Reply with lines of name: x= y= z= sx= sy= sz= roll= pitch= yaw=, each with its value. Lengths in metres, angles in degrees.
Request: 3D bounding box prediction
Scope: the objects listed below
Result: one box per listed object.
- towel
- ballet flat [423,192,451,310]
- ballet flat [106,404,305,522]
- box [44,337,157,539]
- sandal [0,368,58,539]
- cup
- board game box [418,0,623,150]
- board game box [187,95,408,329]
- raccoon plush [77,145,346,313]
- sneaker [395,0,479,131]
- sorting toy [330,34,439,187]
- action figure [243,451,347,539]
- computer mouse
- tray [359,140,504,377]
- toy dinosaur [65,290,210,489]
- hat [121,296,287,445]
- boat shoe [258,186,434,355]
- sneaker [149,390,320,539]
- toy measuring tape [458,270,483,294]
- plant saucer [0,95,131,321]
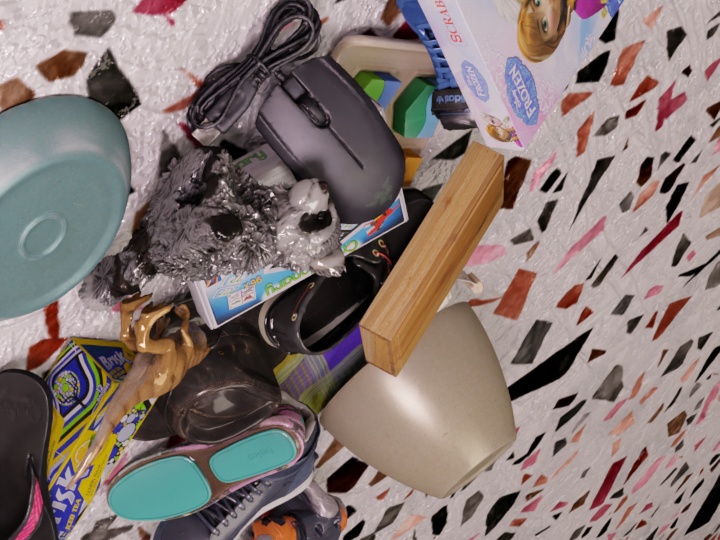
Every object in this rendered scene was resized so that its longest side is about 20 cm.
towel: x=-0.037 y=0.078 z=1.624 sx=0.144 sy=0.023 sz=0.200 roll=-41 pitch=151 yaw=-15
ballet flat: x=0.057 y=0.005 z=1.616 sx=0.068 sy=0.067 sz=0.200 roll=-43 pitch=153 yaw=-26
ballet flat: x=-0.140 y=0.177 z=1.523 sx=0.200 sy=0.069 sz=0.071 roll=-24 pitch=-163 yaw=12
box: x=-0.252 y=0.155 z=1.369 sx=0.200 sy=0.064 sz=0.070 roll=-57 pitch=151 yaw=14
sandal: x=-0.282 y=0.176 z=1.304 sx=0.045 sy=0.075 sz=0.200 roll=-64 pitch=160 yaw=-69
cup: x=0.079 y=0.150 z=1.695 sx=0.200 sy=0.143 sz=0.200 roll=-37 pitch=166 yaw=-11
board game box: x=0.131 y=-0.237 z=1.325 sx=0.200 sy=0.041 sz=0.200 roll=-55 pitch=136 yaw=-26
board game box: x=-0.060 y=-0.049 z=1.360 sx=0.200 sy=0.035 sz=0.126 roll=-29 pitch=134 yaw=-16
raccoon plush: x=-0.107 y=-0.019 z=1.272 sx=0.200 sy=0.097 sz=0.134 roll=-26 pitch=141 yaw=37
sneaker: x=0.085 y=-0.177 z=1.372 sx=0.200 sy=0.077 sz=0.111 roll=24 pitch=71 yaw=-60
sorting toy: x=0.009 y=-0.113 z=1.435 sx=0.185 sy=0.036 sz=0.200 roll=-5 pitch=130 yaw=-53
action figure: x=-0.085 y=0.300 z=1.741 sx=0.193 sy=0.105 sz=0.200 roll=-30 pitch=151 yaw=-44
computer mouse: x=-0.030 y=-0.103 z=1.287 sx=0.139 sy=0.053 sz=0.200 roll=-48 pitch=125 yaw=-5
tray: x=0.067 y=-0.009 z=1.464 sx=0.200 sy=0.037 sz=0.099 roll=-59 pitch=165 yaw=-18
toy dinosaur: x=-0.166 y=0.078 z=1.293 sx=0.200 sy=0.060 sz=0.106 roll=-42 pitch=126 yaw=-52
hat: x=-0.123 y=0.100 z=1.449 sx=0.201 sy=0.081 sz=0.201 roll=-29 pitch=144 yaw=-24
boat shoe: x=0.001 y=0.002 z=1.439 sx=0.201 sy=0.063 sz=0.074 roll=-42 pitch=122 yaw=-23
sneaker: x=-0.120 y=0.200 z=1.584 sx=0.202 sy=0.077 sz=0.146 roll=-36 pitch=158 yaw=-31
toy measuring tape: x=0.019 y=0.014 z=1.530 sx=0.200 sy=0.074 sz=0.074 roll=14 pitch=117 yaw=-29
plant saucer: x=-0.238 y=-0.033 z=1.184 sx=0.200 sy=0.036 sz=0.200 roll=-35 pitch=150 yaw=-24
